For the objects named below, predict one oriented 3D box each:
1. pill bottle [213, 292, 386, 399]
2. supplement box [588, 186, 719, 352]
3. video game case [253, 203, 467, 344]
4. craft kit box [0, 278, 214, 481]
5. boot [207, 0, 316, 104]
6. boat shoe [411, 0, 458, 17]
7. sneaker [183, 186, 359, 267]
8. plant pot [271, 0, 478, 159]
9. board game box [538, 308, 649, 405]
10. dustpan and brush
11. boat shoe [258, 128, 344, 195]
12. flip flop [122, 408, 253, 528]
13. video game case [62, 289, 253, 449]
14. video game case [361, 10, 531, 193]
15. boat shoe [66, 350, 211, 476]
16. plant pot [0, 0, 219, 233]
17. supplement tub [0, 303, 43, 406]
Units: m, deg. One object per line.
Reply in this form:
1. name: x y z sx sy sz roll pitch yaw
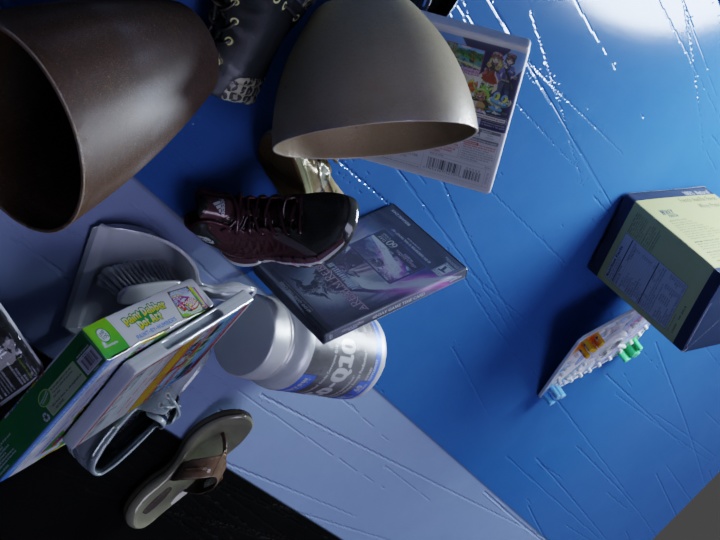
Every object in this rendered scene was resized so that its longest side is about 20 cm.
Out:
1. pill bottle: -0.070 0.086 1.663 0.200 0.114 0.114 14 115 -51
2. supplement box: 0.479 -0.007 2.055 0.199 0.200 0.135 -7 131 -42
3. video game case: 0.000 0.000 1.622 0.199 0.143 0.019 -24 138 -28
4. craft kit box: -0.262 0.106 1.425 0.200 0.049 0.197 -45 170 27
5. boot: -0.125 -0.236 1.312 0.203 0.073 0.154 6 120 -55
6. boat shoe: 0.098 -0.301 1.484 0.084 0.069 0.200 11 117 -50
7. sneaker: -0.104 -0.050 1.453 0.115 0.199 0.076 24 64 -42
8. plant pot: 0.008 -0.190 1.382 0.200 0.200 0.135 0 83 -45
9. board game box: 0.382 0.117 2.181 0.199 0.026 0.200 -25 158 -25
10. dustpan and brush: -0.200 0.016 1.504 0.199 0.057 0.140 -5 129 -42
11. boat shoe: -0.056 -0.102 1.533 0.063 0.073 0.200 -44 156 -12
12. flip flop: -0.203 0.248 1.738 0.200 0.058 0.081 -43 145 -4
13. video game case: -0.204 0.099 1.458 0.143 0.017 0.200 -47 172 37
14. video game case: 0.060 -0.183 1.484 0.023 0.199 0.183 -67 172 -52
15. boat shoe: -0.235 0.152 1.596 0.201 0.072 0.070 -42 145 -6
16. plant pot: -0.223 -0.158 1.227 0.200 0.187 0.187 -33 145 -39
17. supplement tub: -0.408 0.104 1.328 0.200 0.123 0.123 -35 144 -13
